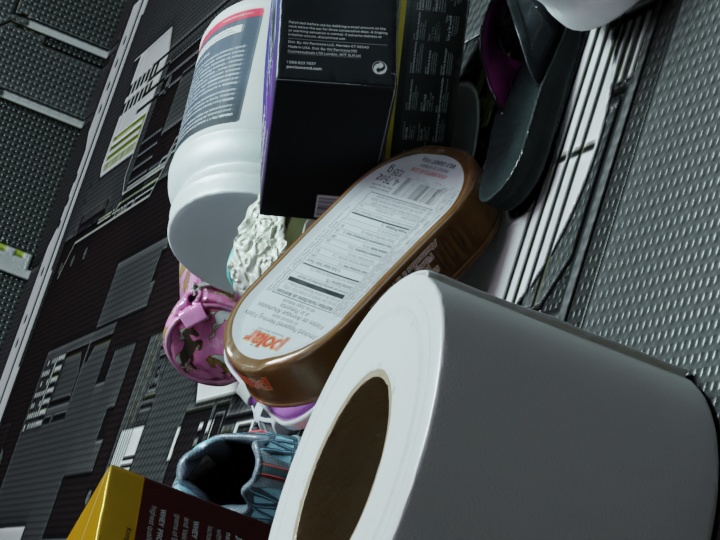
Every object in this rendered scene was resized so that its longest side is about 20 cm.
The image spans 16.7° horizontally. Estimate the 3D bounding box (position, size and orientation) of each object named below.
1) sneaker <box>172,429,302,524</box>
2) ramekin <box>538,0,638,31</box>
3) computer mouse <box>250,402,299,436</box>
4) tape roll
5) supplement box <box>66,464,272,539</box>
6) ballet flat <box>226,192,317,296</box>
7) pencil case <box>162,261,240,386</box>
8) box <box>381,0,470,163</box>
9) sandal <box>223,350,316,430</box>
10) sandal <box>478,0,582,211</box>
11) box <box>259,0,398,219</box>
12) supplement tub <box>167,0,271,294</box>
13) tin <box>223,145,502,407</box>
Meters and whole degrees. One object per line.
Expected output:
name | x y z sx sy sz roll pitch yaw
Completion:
sneaker | -0.082 0.131 1.596 0.200 0.095 0.080 -15 61 57
ramekin | 0.129 -0.246 1.383 0.201 0.097 0.201 -53 22 31
computer mouse | -0.046 0.089 1.700 0.201 0.044 0.110 -66 23 11
tape roll | 0.052 0.118 1.106 0.203 0.139 0.203 -160 90 -76
supplement box | -0.075 0.243 1.266 0.198 0.199 0.133 -86 22 -49
ballet flat | -0.028 -0.062 1.664 0.072 0.072 0.201 -41 27 61
pencil case | -0.116 0.005 2.002 0.200 0.083 0.087 -89 24 -55
box | 0.037 -0.145 1.595 0.160 0.049 0.201 -89 4 -58
sandal | -0.061 0.058 1.636 0.203 0.050 0.083 10 82 68
sandal | 0.098 -0.130 1.470 0.075 0.048 0.201 -45 25 52
box | -0.021 -0.135 1.550 0.200 0.079 0.142 103 172 -66
supplement tub | -0.068 -0.095 1.847 0.140 0.140 0.200 128 159 -48
tin | 0.000 0.000 1.477 0.200 0.042 0.112 -46 29 -18
